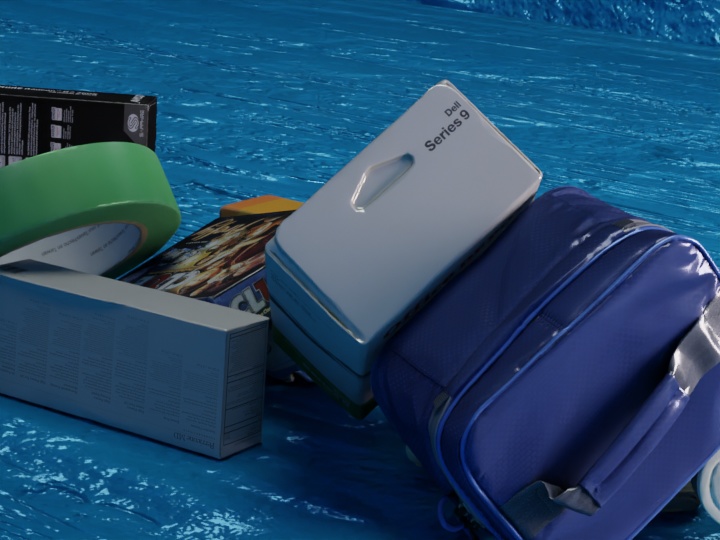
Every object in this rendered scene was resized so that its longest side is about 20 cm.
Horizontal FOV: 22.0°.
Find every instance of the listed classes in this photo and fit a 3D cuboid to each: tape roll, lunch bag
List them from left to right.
[{"bbox_3d":[-0.224,-0.021,1.282,0.199,0.048,0.201,-22,-14,-6],"label":"tape roll"},{"bbox_3d":[0.111,0.065,0.993,0.200,0.136,0.132,-45,28,-9],"label":"lunch bag"}]

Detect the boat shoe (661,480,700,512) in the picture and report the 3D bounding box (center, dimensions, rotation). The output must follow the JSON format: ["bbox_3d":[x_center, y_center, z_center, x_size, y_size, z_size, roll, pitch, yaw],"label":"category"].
[{"bbox_3d":[0.155,0.083,1.145,0.074,0.074,0.200,-2,15,-21],"label":"boat shoe"}]

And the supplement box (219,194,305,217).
[{"bbox_3d":[-0.019,-0.009,1.478,0.199,0.069,0.066,12,18,35],"label":"supplement box"}]

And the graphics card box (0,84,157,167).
[{"bbox_3d":[-0.280,-0.096,1.628,0.198,0.127,0.051,4,14,4],"label":"graphics card box"}]

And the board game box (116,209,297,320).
[{"bbox_3d":[-0.092,0.003,1.274,0.135,0.035,0.199,-34,16,-31],"label":"board game box"}]

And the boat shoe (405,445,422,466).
[{"bbox_3d":[0.066,0.076,1.171,0.062,0.072,0.200,2,18,5],"label":"boat shoe"}]

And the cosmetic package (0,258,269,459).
[{"bbox_3d":[-0.152,0.052,1.174,0.199,0.083,0.051,13,15,31],"label":"cosmetic package"}]

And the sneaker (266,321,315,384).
[{"bbox_3d":[-0.059,0.045,1.288,0.072,0.073,0.200,-35,18,-22],"label":"sneaker"}]

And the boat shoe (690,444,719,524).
[{"bbox_3d":[0.269,0.119,1.049,0.200,0.073,0.060,5,11,-20],"label":"boat shoe"}]

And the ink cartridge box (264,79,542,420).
[{"bbox_3d":[0.022,-0.006,1.099,0.084,0.146,0.200,44,-12,11],"label":"ink cartridge box"}]
